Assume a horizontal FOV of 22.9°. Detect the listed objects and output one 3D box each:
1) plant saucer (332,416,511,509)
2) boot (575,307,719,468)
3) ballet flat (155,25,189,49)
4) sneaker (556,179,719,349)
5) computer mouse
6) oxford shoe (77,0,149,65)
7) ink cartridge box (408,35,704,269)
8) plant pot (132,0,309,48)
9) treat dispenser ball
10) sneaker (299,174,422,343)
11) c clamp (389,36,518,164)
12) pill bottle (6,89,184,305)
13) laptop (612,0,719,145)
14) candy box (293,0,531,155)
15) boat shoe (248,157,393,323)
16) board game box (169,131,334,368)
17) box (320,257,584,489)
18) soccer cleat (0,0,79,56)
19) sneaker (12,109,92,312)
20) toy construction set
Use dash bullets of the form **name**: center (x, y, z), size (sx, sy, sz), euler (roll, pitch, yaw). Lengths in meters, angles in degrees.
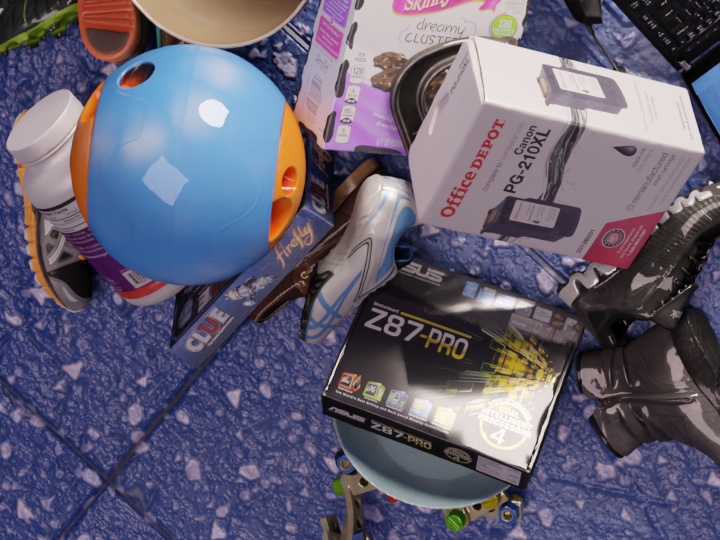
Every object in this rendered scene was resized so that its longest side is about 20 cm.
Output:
- **plant saucer**: center (0.073, 0.127, 1.619), size (0.199, 0.202, 0.039), euler (20, 155, 11)
- **boot**: center (0.285, 0.143, 1.593), size (0.131, 0.070, 0.201), euler (-27, 86, 27)
- **ballet flat**: center (-0.159, -0.196, 1.633), size (0.072, 0.068, 0.202), euler (4, 109, -4)
- **sneaker**: center (0.266, 0.001, 1.535), size (0.200, 0.066, 0.091), euler (-38, 68, 29)
- **computer mouse**: center (0.210, -0.204, 1.509), size (0.034, 0.059, 0.201), euler (-30, 100, -3)
- **oxford shoe**: center (-0.225, -0.287, 1.622), size (0.071, 0.073, 0.202), euler (-1, 87, 14)
- **ink cartridge box**: center (0.156, -0.094, 1.454), size (0.198, 0.085, 0.145), euler (11, 135, -17)
- **plant pot**: center (-0.103, -0.303, 1.536), size (0.198, 0.134, 0.202), euler (5, 108, 17)
- **treat dispenser ball**: center (-0.145, -0.089, 1.499), size (0.199, 0.201, 0.203), euler (6, 109, 17)
- **sneaker**: center (0.000, 0.000, 1.560), size (0.072, 0.072, 0.201), euler (23, 131, -11)
- **c clamp**: center (0.116, -0.124, 1.516), size (0.170, 0.027, 0.201), euler (-27, 126, 3)
- **pill bottle**: center (-0.231, -0.069, 1.631), size (0.112, 0.113, 0.200), euler (-26, 122, 24)
- **laptop**: center (0.315, -0.209, 1.438), size (0.177, 0.104, 0.200), euler (-37, 116, 24)
- **candy box**: center (0.049, -0.202, 1.502), size (0.166, 0.072, 0.202), euler (2, 115, -28)
- **boat shoe**: center (-0.033, -0.013, 1.639), size (0.070, 0.070, 0.200), euler (47, 115, 4)
- **board game box**: center (-0.099, -0.020, 1.624), size (0.034, 0.136, 0.200), euler (34, 117, -22)
- **box**: center (0.084, 0.086, 1.590), size (0.198, 0.162, 0.049), euler (20, 152, 11)
- **soccer cleat**: center (-0.340, -0.240, 1.662), size (0.199, 0.067, 0.082), euler (-14, 98, 35)
- **sneaker**: center (-0.281, -0.057, 1.709), size (0.076, 0.078, 0.202), euler (-5, 108, 9)
- **toy construction set**: center (0.044, 0.210, 1.681), size (0.198, 0.092, 0.132), euler (-24, 99, 13)
